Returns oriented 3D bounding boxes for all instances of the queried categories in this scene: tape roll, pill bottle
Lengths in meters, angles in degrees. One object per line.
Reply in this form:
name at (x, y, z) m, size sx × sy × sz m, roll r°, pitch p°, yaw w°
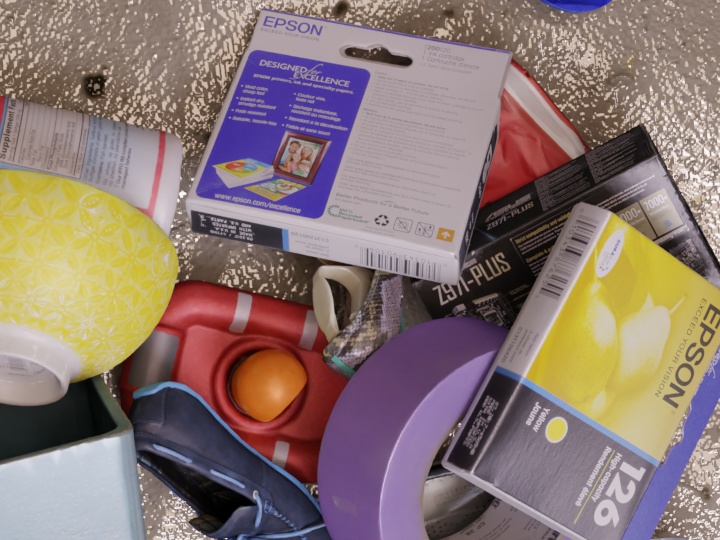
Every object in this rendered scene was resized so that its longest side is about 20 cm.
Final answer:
tape roll at (0.076, 0.138, 1.523) m, size 0.200 × 0.085 × 0.200 m, roll -9°, pitch 107°, yaw -29°
pill bottle at (-0.233, -0.064, 1.570) m, size 0.200 × 0.109 × 0.109 m, roll 12°, pitch 86°, yaw -11°

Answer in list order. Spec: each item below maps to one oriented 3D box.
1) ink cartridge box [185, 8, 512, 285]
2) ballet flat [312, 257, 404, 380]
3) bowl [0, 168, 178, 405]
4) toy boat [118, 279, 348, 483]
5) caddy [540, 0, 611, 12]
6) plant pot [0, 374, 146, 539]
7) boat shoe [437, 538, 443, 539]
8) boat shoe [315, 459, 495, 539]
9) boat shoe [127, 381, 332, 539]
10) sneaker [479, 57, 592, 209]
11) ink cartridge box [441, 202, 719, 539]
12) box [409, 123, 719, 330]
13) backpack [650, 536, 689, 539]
ink cartridge box at (-0.004, -0.093, 1.602) m, size 0.198 × 0.043 × 0.200 m, roll 11°, pitch 53°, yaw 9°
ballet flat at (0.000, 0.000, 1.590) m, size 0.072 × 0.072 × 0.200 m, roll 17°, pitch 42°, yaw -11°
bowl at (-0.230, 0.028, 1.510) m, size 0.200 × 0.200 × 0.108 m, roll 13°, pitch 61°, yaw -11°
toy boat at (-0.068, 0.083, 1.590) m, size 0.200 × 0.131 × 0.131 m, roll 13°, pitch 86°, yaw -11°
caddy at (0.164, -0.296, 1.665) m, size 0.141 × 0.105 × 0.200 m, roll -9°, pitch 91°, yaw -36°
plant pot at (-0.246, 0.199, 1.526) m, size 0.196 × 0.196 × 0.200 m, roll -14°, pitch 105°, yaw -12°
boat shoe at (0.017, 0.270, 1.625) m, size 0.200 × 0.068 × 0.072 m, roll -41°, pitch 60°, yaw 1°
boat shoe at (0.033, 0.182, 1.644) m, size 0.200 × 0.060 × 0.076 m, roll -24°, pitch 95°, yaw -11°
boat shoe at (-0.100, 0.163, 1.560) m, size 0.200 × 0.084 × 0.069 m, roll 41°, pitch 43°, yaw -24°
sneaker at (0.131, -0.054, 1.678) m, size 0.116 × 0.078 × 0.200 m, roll -39°, pitch 96°, yaw 6°
ink cartridge box at (0.175, 0.086, 1.495) m, size 0.200 × 0.047 × 0.198 m, roll 31°, pitch 83°, yaw -32°
box at (0.159, 0.017, 1.618) m, size 0.200 × 0.086 × 0.164 m, roll -29°, pitch 107°, yaw 9°
backpack at (0.164, 0.280, 1.615) m, size 0.200 × 0.183 × 0.147 m, roll -8°, pitch 67°, yaw -9°
